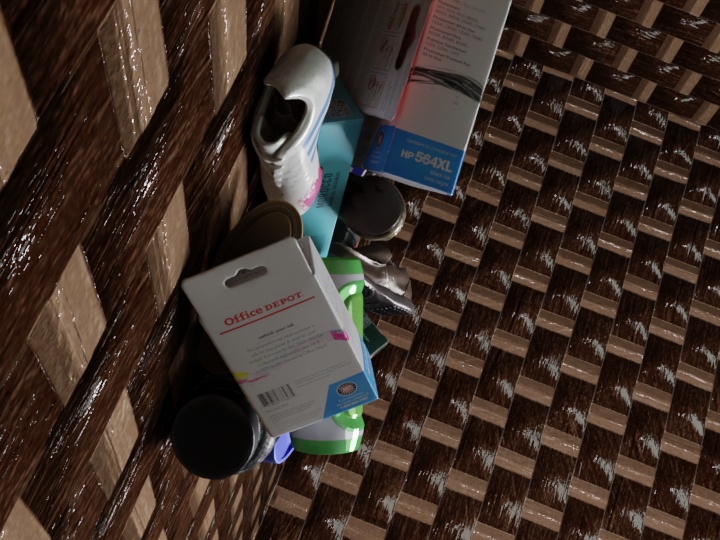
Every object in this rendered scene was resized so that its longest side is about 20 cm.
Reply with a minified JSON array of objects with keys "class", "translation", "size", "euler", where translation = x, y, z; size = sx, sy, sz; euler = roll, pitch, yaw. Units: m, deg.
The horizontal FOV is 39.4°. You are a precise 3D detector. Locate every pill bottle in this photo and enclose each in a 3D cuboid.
[{"class":"pill bottle","translation":[-0.133,0.150,1.067],"size":[0.200,0.111,0.113],"euler":[-49,159,-82]}]

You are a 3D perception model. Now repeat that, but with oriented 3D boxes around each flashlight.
[{"class":"flashlight","translation":[-0.008,-0.023,1.294],"size":[0.068,0.067,0.200],"euler":[67,6,24]}]

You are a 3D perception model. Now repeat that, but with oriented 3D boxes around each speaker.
[{"class":"speaker","translation":[-0.036,0.088,1.069],"size":[0.088,0.087,0.203],"euler":[-22,112,-86]}]

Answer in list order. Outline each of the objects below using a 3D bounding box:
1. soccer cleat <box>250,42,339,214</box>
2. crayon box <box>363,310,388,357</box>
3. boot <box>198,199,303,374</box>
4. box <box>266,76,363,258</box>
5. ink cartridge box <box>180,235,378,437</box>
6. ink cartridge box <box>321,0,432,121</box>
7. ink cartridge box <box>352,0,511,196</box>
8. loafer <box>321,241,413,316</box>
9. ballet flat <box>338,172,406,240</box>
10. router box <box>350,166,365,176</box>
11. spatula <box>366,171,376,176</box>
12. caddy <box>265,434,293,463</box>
[{"class":"soccer cleat","translation":[-0.074,-0.117,0.929],"size":[0.086,0.069,0.201],"euler":[-46,160,-40]},{"class":"crayon box","translation":[-0.068,0.105,1.362],"size":[0.051,0.127,0.200],"euler":[-34,173,-48]},{"class":"boot","translation":[-0.103,-0.005,1.032],"size":[0.201,0.073,0.155],"euler":[-60,-179,24]},{"class":"box","translation":[-0.053,-0.105,1.053],"size":[0.083,0.049,0.201],"euler":[62,-30,34]},{"class":"ink cartridge box","translation":[-0.073,0.048,0.928],"size":[0.068,0.114,0.201],"euler":[-101,168,-56]},{"class":"ink cartridge box","translation":[0.025,-0.234,1.013],"size":[0.200,0.050,0.163],"euler":[29,-77,56]},{"class":"ink cartridge box","translation":[0.067,-0.189,1.025],"size":[0.146,0.083,0.202],"euler":[-145,-108,-74]},{"class":"loafer","translation":[0.000,0.000,1.207],"size":[0.200,0.072,0.072],"euler":[33,57,-58]},{"class":"ballet flat","translation":[-0.003,-0.072,1.098],"size":[0.068,0.046,0.200],"euler":[-49,-147,-8]},{"class":"router box","translation":[0.012,-0.178,1.238],"size":[0.180,0.049,0.200],"euler":[-60,-177,-36]},{"class":"spatula","translation":[0.006,-0.097,1.318],"size":[0.056,0.020,0.202],"euler":[-39,157,-58]},{"class":"caddy","translation":[-0.126,0.144,1.265],"size":[0.142,0.104,0.201],"euler":[73,35,-49]}]
